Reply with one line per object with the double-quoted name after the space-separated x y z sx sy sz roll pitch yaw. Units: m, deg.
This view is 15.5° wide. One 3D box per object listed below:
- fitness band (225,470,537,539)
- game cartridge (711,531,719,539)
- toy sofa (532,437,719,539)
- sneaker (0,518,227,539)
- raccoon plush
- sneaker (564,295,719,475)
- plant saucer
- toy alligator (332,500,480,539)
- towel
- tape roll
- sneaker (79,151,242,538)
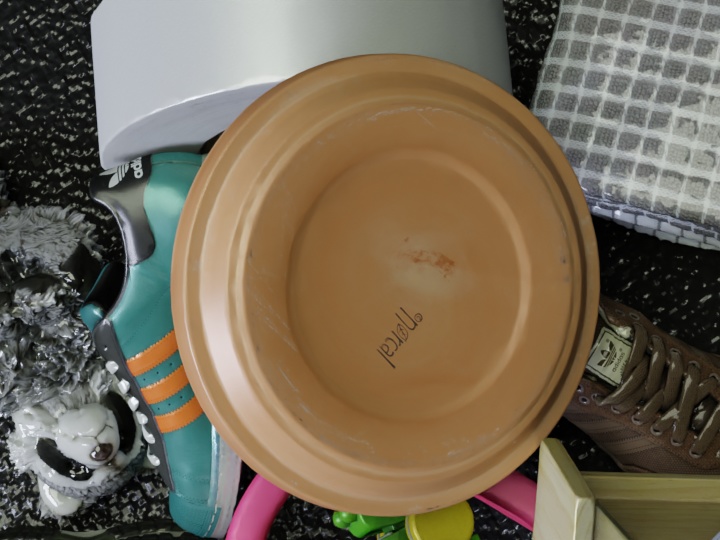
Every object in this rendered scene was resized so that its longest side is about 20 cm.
0.032 0.154 1.242 0.199 0.037 0.144 28 80 2 "fitness band"
0.233 0.159 1.111 0.200 0.042 0.133 43 100 -15 "game cartridge"
0.173 0.133 1.158 0.198 0.083 0.098 2 106 -8 "toy sofa"
-0.120 0.176 1.314 0.199 0.077 0.089 -1 109 17 "sneaker"
-0.155 0.029 1.354 0.096 0.135 0.200 -19 33 8 "raccoon plush"
0.124 0.055 1.230 0.199 0.076 0.071 28 89 23 "sneaker"
0.016 0.007 1.145 0.199 0.032 0.202 -1 92 -22 "plant saucer"
0.016 0.118 1.194 0.054 0.059 0.201 -33 86 -21 "toy alligator"
0.184 -0.093 1.245 0.199 0.086 0.167 13 84 21 "towel"
-0.026 -0.091 1.256 0.201 0.202 0.071 -10 74 17 "tape roll"
-0.094 0.036 1.267 0.079 0.071 0.201 0 113 -2 "sneaker"
